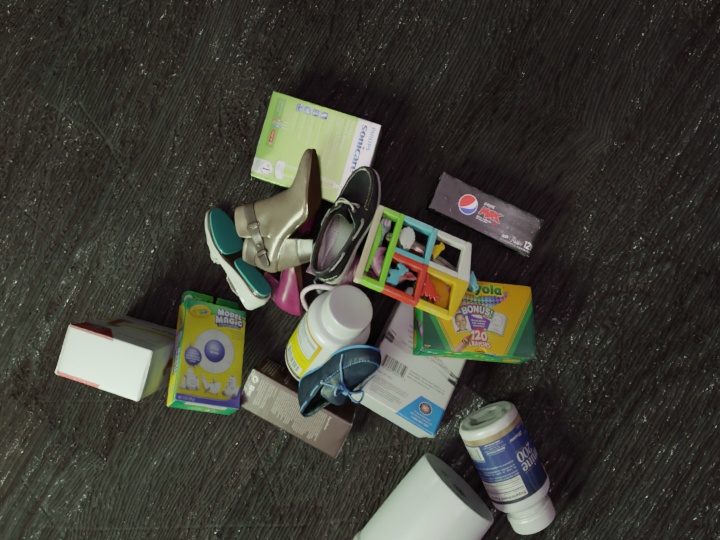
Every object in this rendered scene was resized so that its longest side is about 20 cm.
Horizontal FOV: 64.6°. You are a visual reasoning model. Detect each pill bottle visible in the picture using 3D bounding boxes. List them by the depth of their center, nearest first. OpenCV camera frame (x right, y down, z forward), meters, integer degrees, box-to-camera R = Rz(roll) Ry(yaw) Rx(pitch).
[{"bbox_3d":[-0.051,0.108,0.950,0.107,0.201,0.112,13,54,-18],"label":"pill bottle"},{"bbox_3d":[0.261,0.344,0.996,0.109,0.111,0.204,-26,92,3],"label":"pill bottle"}]

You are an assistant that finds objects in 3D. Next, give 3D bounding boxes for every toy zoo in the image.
[{"bbox_3d":[0.099,-0.008,0.905,0.196,0.020,0.134,22,70,-6],"label":"toy zoo"}]

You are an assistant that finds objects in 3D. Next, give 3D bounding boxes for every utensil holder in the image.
[{"bbox_3d":[0.110,0.449,0.981,0.169,0.170,0.201,40,92,0],"label":"utensil holder"}]

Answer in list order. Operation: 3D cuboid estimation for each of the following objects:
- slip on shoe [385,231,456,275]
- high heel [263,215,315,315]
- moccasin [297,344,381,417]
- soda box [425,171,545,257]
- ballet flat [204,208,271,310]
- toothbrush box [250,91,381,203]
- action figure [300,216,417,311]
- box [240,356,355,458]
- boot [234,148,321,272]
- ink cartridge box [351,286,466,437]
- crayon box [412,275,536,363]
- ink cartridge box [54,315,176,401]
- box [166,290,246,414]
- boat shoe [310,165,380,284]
[{"bbox_3d":[0.122,-0.001,1.008,0.198,0.074,0.062,36,96,-4],"label":"slip on shoe"},{"bbox_3d":[-0.102,-0.023,1.016,0.095,0.067,0.203,31,108,11],"label":"high heel"},{"bbox_3d":[-0.031,0.180,0.891,0.079,0.200,0.070,21,51,-24],"label":"moccasin"},{"bbox_3d":[0.216,-0.098,1.001,0.196,0.063,0.072,26,93,0],"label":"soda box"},{"bbox_3d":[-0.232,-0.015,1.021,0.069,0.069,0.202,-35,77,4],"label":"ballet flat"},{"bbox_3d":[-0.074,-0.204,0.997,0.195,0.086,0.149,17,94,2],"label":"toothbrush box"},{"bbox_3d":[0.000,0.000,0.963,0.196,0.135,0.151,12,57,27],"label":"action figure"},{"bbox_3d":[-0.109,0.240,1.014,0.196,0.100,0.076,27,95,2],"label":"box"},{"bbox_3d":[-0.140,-0.098,0.947,0.142,0.070,0.206,3,97,17],"label":"boot"},{"bbox_3d":[0.093,0.156,0.972,0.144,0.084,0.203,30,68,-1],"label":"ink cartridge box"},{"bbox_3d":[0.185,0.082,0.940,0.194,0.058,0.122,6,71,-10],"label":"crayon box"},{"bbox_3d":[-0.390,0.141,0.971,0.141,0.200,0.086,16,90,2],"label":"ink cartridge box"},{"bbox_3d":[-0.258,0.134,0.977,0.115,0.048,0.205,17,56,-33],"label":"box"},{"bbox_3d":[-0.026,-0.079,0.918,0.073,0.060,0.204,24,87,22],"label":"boat shoe"}]
